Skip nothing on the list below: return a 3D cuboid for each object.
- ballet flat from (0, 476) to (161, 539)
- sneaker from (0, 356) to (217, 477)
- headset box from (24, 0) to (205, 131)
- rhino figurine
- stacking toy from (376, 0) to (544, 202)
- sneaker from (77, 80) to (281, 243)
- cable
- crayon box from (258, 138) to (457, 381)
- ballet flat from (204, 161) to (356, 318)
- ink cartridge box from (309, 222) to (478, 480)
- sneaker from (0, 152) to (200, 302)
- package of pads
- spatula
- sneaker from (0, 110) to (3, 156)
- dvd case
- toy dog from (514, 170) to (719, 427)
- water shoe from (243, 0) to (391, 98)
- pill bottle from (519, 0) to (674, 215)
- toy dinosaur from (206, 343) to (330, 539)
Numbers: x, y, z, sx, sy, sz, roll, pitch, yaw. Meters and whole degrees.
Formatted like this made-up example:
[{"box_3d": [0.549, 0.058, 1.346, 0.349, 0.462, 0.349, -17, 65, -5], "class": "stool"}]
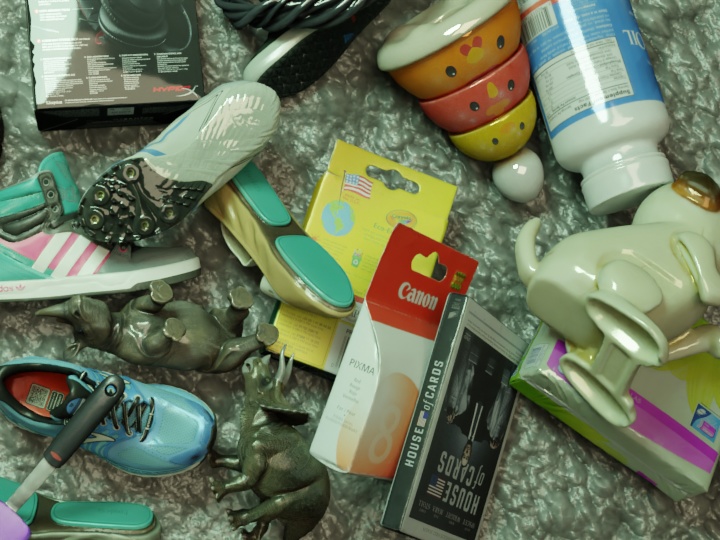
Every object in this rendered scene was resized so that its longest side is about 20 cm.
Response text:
[{"box_3d": [-0.265, 0.216, 1.003, 0.196, 0.068, 0.065, 12, 110, -8], "class": "ballet flat"}, {"box_3d": [-0.215, 0.119, 0.995, 0.196, 0.090, 0.080, 12, 79, 3], "class": "sneaker"}, {"box_3d": [-0.219, -0.233, 1.068, 0.146, 0.075, 0.204, -6, 83, -13], "class": "headset box"}, {"box_3d": [-0.174, 0.049, 1.014, 0.197, 0.087, 0.061, 7, 62, -30], "class": "rhino figurine"}, {"box_3d": [0.118, -0.154, 1.122, 0.145, 0.146, 0.202, -36, 107, -15], "class": "stacking toy"}, {"box_3d": [-0.151, -0.088, 1.021, 0.199, 0.072, 0.072, -38, 101, -17], "class": "sneaker"}, {"box_3d": [-0.040, -0.283, 1.075, 0.196, 0.051, 0.166, 2, 60, 21], "class": "cable"}, {"box_3d": [0.000, 0.000, 1.096, 0.125, 0.051, 0.203, 21, 79, -8], "class": "crayon box"}, {"box_3d": [-0.072, -0.016, 1.045, 0.068, 0.063, 0.201, 0, 43, -45], "class": "ballet flat"}, {"box_3d": [0.049, 0.077, 1.031, 0.050, 0.161, 0.203, 23, 91, 33], "class": "ink cartridge box"}, {"box_3d": [-0.238, -0.040, 1.037, 0.196, 0.084, 0.123, -4, 92, -12], "class": "sneaker"}, {"box_3d": [0.254, 0.089, 1.117, 0.199, 0.068, 0.156, 34, 62, -6], "class": "package of pads"}, {"box_3d": [-0.251, 0.161, 0.952, 0.056, 0.021, 0.200, 41, 93, -7], "class": "spatula"}, {"box_3d": [-0.355, -0.079, 1.019, 0.077, 0.075, 0.203, 16, 77, -6], "class": "sneaker"}, {"box_3d": [0.087, 0.139, 1.060, 0.024, 0.150, 0.203, 9, 76, 33], "class": "dvd case"}, {"box_3d": [0.247, 0.006, 1.050, 0.199, 0.141, 0.193, -35, 56, -27], "class": "toy dog"}, {"box_3d": [-0.044, -0.239, 1.124, 0.200, 0.072, 0.079, -44, 65, -13], "class": "water shoe"}, {"box_3d": [0.221, -0.160, 1.127, 0.110, 0.112, 0.203, -13, 79, -14], "class": "pill bottle"}, {"box_3d": [-0.067, 0.176, 1.018, 0.101, 0.077, 0.203, -22, 103, -1], "class": "toy dinosaur"}]
